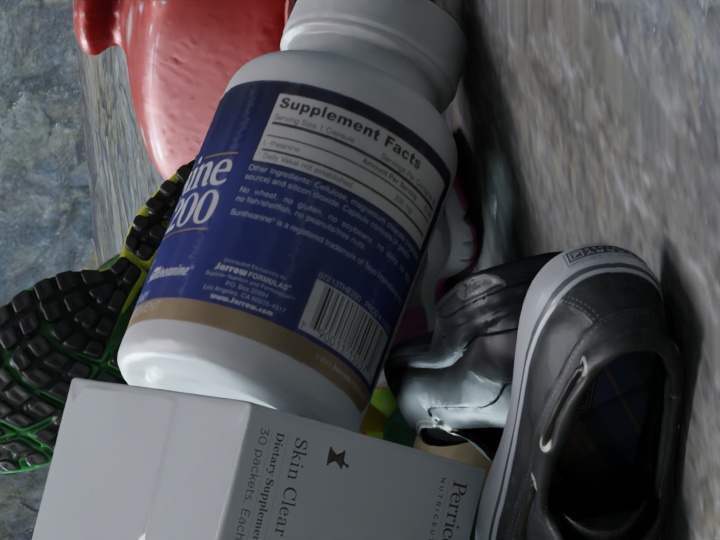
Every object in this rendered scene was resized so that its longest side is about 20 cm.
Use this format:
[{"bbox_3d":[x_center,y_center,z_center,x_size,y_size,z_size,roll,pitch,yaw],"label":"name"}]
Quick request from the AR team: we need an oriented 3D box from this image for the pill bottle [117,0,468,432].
[{"bbox_3d":[-0.023,-0.026,1.223,0.111,0.111,0.200,106,-175,-68],"label":"pill bottle"}]

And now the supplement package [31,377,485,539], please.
[{"bbox_3d":[-0.057,0.155,1.083,0.156,0.111,0.201,3,79,58],"label":"supplement package"}]

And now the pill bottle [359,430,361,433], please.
[{"bbox_3d":[-0.085,0.130,1.346,0.200,0.112,0.113,-50,46,49],"label":"pill bottle"}]

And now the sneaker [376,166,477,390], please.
[{"bbox_3d":[0.000,0.000,1.369,0.200,0.088,0.082,97,162,-59],"label":"sneaker"}]

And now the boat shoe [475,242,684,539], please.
[{"bbox_3d":[0.082,0.085,1.023,0.057,0.068,0.200,-112,18,-52],"label":"boat shoe"}]

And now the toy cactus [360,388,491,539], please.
[{"bbox_3d":[0.032,0.111,1.322,0.200,0.102,0.165,-96,14,-47],"label":"toy cactus"}]

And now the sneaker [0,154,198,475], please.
[{"bbox_3d":[-0.110,0.030,1.325,0.078,0.200,0.085,49,168,13],"label":"sneaker"}]

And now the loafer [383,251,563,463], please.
[{"bbox_3d":[0.056,0.053,1.149,0.200,0.073,0.073,112,144,-74],"label":"loafer"}]

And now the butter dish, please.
[{"bbox_3d":[-0.073,-0.127,1.413,0.200,0.147,0.200,-78,-9,-46],"label":"butter dish"}]
